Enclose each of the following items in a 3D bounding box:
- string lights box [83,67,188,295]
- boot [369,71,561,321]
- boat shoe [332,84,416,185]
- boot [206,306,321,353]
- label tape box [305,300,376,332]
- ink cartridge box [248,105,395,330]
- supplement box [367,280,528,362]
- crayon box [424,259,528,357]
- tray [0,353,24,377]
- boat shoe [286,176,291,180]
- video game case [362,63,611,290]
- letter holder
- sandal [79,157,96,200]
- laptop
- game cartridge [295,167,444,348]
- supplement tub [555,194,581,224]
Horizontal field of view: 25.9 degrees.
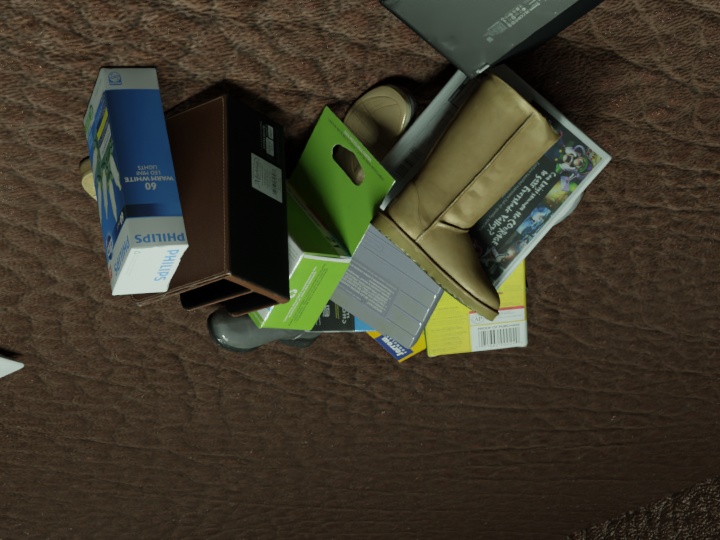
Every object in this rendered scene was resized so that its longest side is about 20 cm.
[{"bbox_3d":[-0.222,-0.088,1.539,0.059,0.200,0.103,-3,154,-22],"label":"string lights box"},{"bbox_3d":[0.133,-0.072,1.603,0.200,0.175,0.066,-48,-170,4],"label":"boot"},{"bbox_3d":[0.018,-0.136,1.730,0.065,0.072,0.200,-26,155,-38],"label":"boat shoe"},{"bbox_3d":[-0.099,0.050,2.099,0.200,0.070,0.132,-4,155,-46],"label":"boot"},{"bbox_3d":[0.000,0.000,1.840,0.066,0.143,0.200,-1,178,-25],"label":"label tape box"},{"bbox_3d":[-0.070,-0.059,1.663,0.076,0.148,0.200,4,125,-43],"label":"ink cartridge box"},{"bbox_3d":[0.094,0.006,1.964,0.200,0.110,0.109,-31,128,22],"label":"supplement box"},{"bbox_3d":[0.133,0.012,1.862,0.127,0.051,0.200,-6,135,1],"label":"crayon box"},{"bbox_3d":[-0.562,0.143,2.108,0.200,0.022,0.107,-23,154,23],"label":"tray"},{"bbox_3d":[-0.118,-0.080,1.781,0.200,0.065,0.074,-13,133,-32],"label":"boat shoe"},{"bbox_3d":[0.130,-0.103,1.645,0.200,0.182,0.023,-50,176,10],"label":"video game case"},{"bbox_3d":[-0.160,-0.057,1.619,0.142,0.200,0.101,-17,154,31],"label":"letter holder"},{"bbox_3d":[-0.248,-0.058,1.757,0.078,0.070,0.212,-19,156,14],"label":"sandal"},{"bbox_3d":[0.159,-0.285,1.533,0.200,0.116,0.187,36,133,-23],"label":"laptop"},{"bbox_3d":[0.001,-0.014,1.740,0.038,0.200,0.130,-41,162,-50],"label":"game cartridge"},{"bbox_3d":[0.193,-0.108,1.747,0.122,0.123,0.200,-18,-178,11],"label":"supplement tub"}]
